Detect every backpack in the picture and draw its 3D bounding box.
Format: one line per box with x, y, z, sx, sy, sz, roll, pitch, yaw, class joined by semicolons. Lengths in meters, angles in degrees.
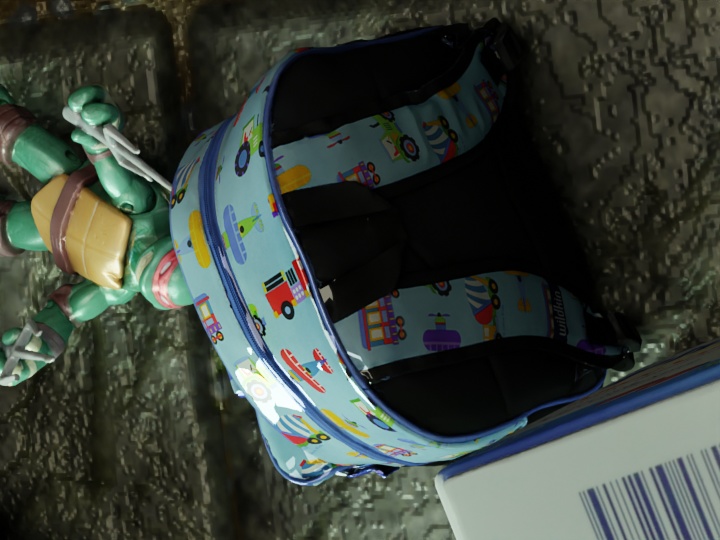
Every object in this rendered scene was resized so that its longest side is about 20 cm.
0.000;0.000;0.916;0.134;0.200;0.184;-24;86;30;backpack

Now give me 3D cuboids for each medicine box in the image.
0.159;0.072;0.834;0.181;0.200;0.104;-24;88;31;medicine box

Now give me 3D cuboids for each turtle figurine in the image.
-0.134;-0.020;1.050;0.199;0.100;0.151;28;106;37;turtle figurine
